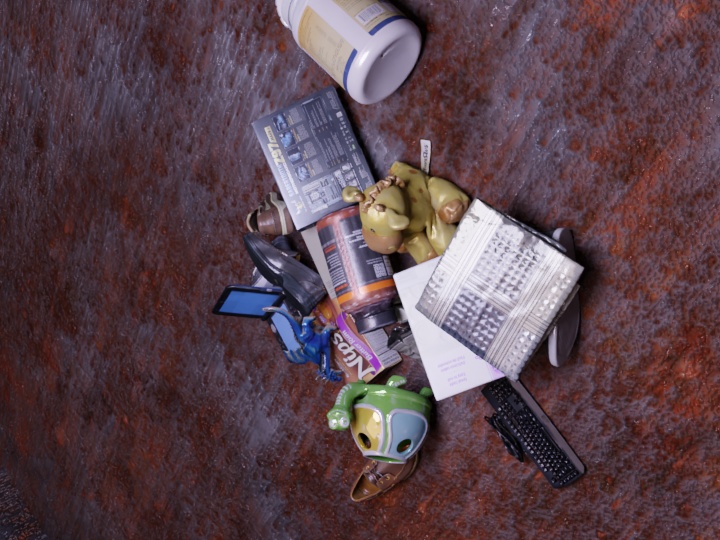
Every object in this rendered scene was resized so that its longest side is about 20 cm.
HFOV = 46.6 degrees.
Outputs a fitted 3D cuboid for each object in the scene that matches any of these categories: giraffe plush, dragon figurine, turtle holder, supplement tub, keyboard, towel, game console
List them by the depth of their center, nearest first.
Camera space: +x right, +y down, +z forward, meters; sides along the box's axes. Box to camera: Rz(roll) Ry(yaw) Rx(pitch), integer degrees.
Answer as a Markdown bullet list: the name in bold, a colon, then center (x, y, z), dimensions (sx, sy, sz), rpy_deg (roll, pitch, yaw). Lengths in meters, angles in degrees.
- **towel**: center (0.198, 0.025, 1.199), dimensions (0.191, 0.034, 0.202), rpy_deg (35, 109, 18)
- **supplement tub**: center (-0.017, -0.372, 1.293), dimensions (0.200, 0.143, 0.145), rpy_deg (47, 132, 21)
- **giraffe plush**: center (0.065, -0.089, 1.309), dimensions (0.171, 0.161, 0.204), rpy_deg (-4, 104, 44)
- **keyboard**: center (0.263, 0.267, 1.344), dimensions (0.201, 0.039, 0.104), rpy_deg (53, 133, 16)
- **supplement tub**: center (0.000, 0.000, 1.389), dimensions (0.106, 0.106, 0.203), rpy_deg (-24, 79, 46)
- **turtle holder**: center (0.042, 0.255, 1.441), dimensions (0.139, 0.185, 0.134), rpy_deg (-1, 68, 27)
- **dragon figurine**: center (-0.097, 0.135, 1.491), dimensions (0.058, 0.199, 0.101), rpy_deg (-2, 67, 42)
- **game console**: center (-0.188, 0.107, 1.621), dimensions (0.173, 0.117, 0.200), rpy_deg (61, 156, 7)

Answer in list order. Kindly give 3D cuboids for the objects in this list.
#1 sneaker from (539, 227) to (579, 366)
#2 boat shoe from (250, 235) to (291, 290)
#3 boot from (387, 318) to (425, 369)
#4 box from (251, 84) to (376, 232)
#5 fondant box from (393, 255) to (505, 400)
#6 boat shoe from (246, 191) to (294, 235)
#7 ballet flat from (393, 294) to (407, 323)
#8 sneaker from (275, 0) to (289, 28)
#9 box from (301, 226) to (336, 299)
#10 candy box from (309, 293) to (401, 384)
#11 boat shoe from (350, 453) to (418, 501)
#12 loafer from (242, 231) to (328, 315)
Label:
- **sneaker**: center (0.264, 0.037, 1.236), dimensions (0.098, 0.070, 0.204), rpy_deg (4, 102, 42)
- **boat shoe**: center (-0.181, 0.004, 1.651), dimensions (0.201, 0.071, 0.069), rpy_deg (122, 139, -51)
- **boot**: center (0.137, 0.112, 1.338), dimensions (0.130, 0.069, 0.199), rpy_deg (30, 142, -23)
- **box**: center (-0.076, -0.189, 1.422), dimensions (0.051, 0.156, 0.203), rpy_deg (68, 178, -88)
- **fondant box**: center (0.151, 0.077, 1.269), dimensions (0.142, 0.058, 0.203), rpy_deg (-21, 83, 10)
- **boat shoe**: center (-0.175, -0.101, 1.536), dimensions (0.202, 0.074, 0.076), rpy_deg (-157, 53, -76)
- **ballet flat**: center (0.114, 0.069, 1.394), dimensions (0.198, 0.071, 0.073), rpy_deg (-3, 104, 43)
- **sneaker**: center (-0.114, -0.507, 1.400), dimensions (0.086, 0.074, 0.203), rpy_deg (-19, 99, 34)
- **box**: center (-0.049, -0.059, 1.490), dimensions (0.068, 0.082, 0.203), rpy_deg (-28, 87, 46)
- **candy box**: center (-0.021, 0.114, 1.547), dimensions (0.117, 0.056, 0.202), rpy_deg (-44, 73, 44)
- **boat shoe**: center (0.043, 0.382, 1.579), dimensions (0.072, 0.067, 0.201), rpy_deg (50, 133, 17)
- **loafer**: center (-0.137, -0.007, 1.527), dimensions (0.200, 0.072, 0.073), rpy_deg (44, 161, 18)
